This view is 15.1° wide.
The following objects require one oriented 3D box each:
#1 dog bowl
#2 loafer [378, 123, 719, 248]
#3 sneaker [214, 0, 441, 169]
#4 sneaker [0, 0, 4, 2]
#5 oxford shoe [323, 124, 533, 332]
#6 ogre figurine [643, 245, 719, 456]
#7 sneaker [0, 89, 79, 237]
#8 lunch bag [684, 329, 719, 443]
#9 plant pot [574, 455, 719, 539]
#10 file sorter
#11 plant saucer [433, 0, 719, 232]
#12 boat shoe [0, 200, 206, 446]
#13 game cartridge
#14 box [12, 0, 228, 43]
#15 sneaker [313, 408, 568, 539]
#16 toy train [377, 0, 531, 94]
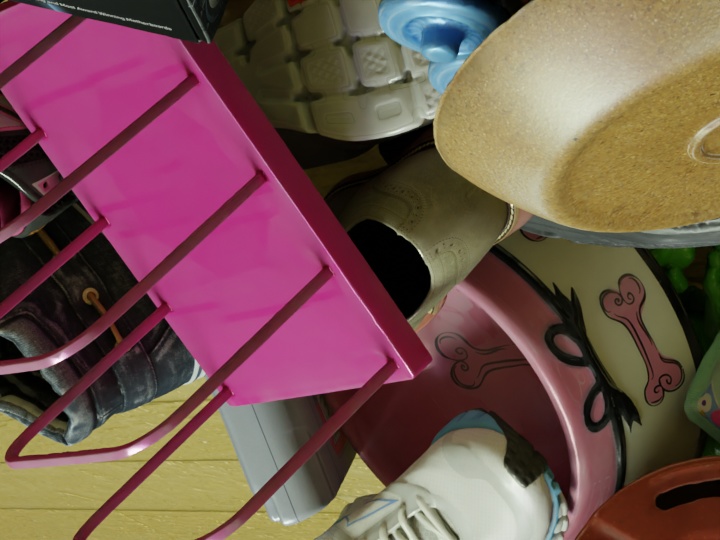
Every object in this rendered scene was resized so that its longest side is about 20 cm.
[{"bbox_3d":[0.058,0.043,1.238,0.200,0.074,0.200,30,140,29],"label":"dog bowl"},{"bbox_3d":[0.099,-0.044,1.117,0.201,0.068,0.070,11,167,39],"label":"loafer"},{"bbox_3d":[-0.012,-0.080,1.120,0.200,0.077,0.082,-10,170,36],"label":"sneaker"},{"bbox_3d":[-0.205,-0.108,1.196,0.071,0.083,0.200,32,159,-11],"label":"sneaker"},{"bbox_3d":[0.000,0.000,1.135,0.071,0.074,0.200,45,148,3],"label":"oxford shoe"},{"bbox_3d":[0.157,0.045,1.275,0.120,0.098,0.200,-15,154,42],"label":"ogre figurine"},{"bbox_3d":[-0.140,-0.054,1.176,0.200,0.086,0.080,-6,160,-30],"label":"sneaker"},{"bbox_3d":[0.272,0.065,1.176,0.200,0.122,0.170,37,155,-31],"label":"lunch bag"},{"bbox_3d":[0.160,0.177,1.181,0.201,0.201,0.195,14,162,13],"label":"plant pot"},{"bbox_3d":[-0.102,0.001,1.064,0.139,0.125,0.200,-12,117,55],"label":"file sorter"},{"bbox_3d":[0.124,-0.061,0.914,0.200,0.035,0.200,-16,159,-6],"label":"plant saucer"},{"bbox_3d":[-0.156,-0.003,1.209,0.200,0.091,0.071,37,140,31],"label":"boat shoe"},{"bbox_3d":[-0.040,0.035,1.311,0.041,0.133,0.200,-24,-172,10],"label":"game cartridge"},{"bbox_3d":[-0.152,-0.150,0.931,0.200,0.044,0.160,14,162,16],"label":"box"},{"bbox_3d":[0.019,0.130,1.221,0.075,0.087,0.200,53,144,5],"label":"sneaker"},{"bbox_3d":[0.065,-0.111,0.923,0.114,0.087,0.200,2,159,22],"label":"toy train"}]
